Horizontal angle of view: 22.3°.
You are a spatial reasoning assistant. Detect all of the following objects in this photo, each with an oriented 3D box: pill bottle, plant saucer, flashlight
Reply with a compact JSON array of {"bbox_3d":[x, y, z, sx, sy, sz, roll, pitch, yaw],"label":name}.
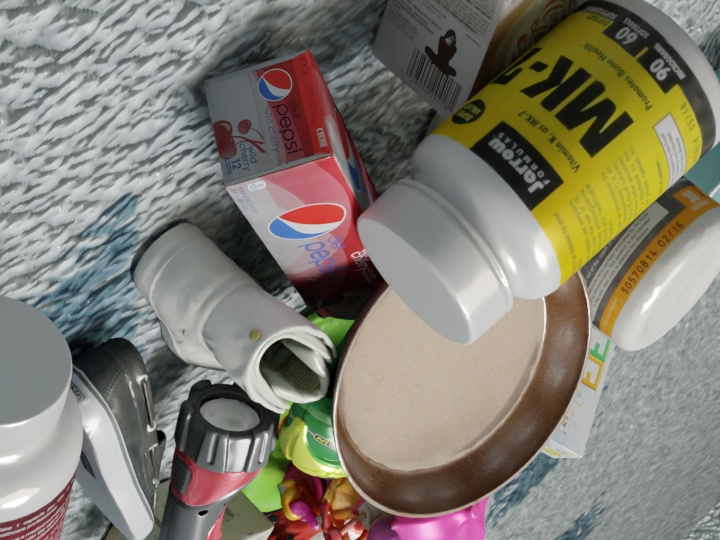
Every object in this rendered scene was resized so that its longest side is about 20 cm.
[{"bbox_3d":[0.143,-0.048,1.230,0.116,0.200,0.116,-41,159,-19],"label":"pill bottle"},{"bbox_3d":[-0.208,0.109,0.965,0.113,0.113,0.200,-29,153,-38],"label":"pill bottle"},{"bbox_3d":[0.059,0.060,1.152,0.200,0.034,0.201,-17,122,-30],"label":"plant saucer"},{"bbox_3d":[-0.103,0.169,1.218,0.068,0.067,0.201,-71,174,-58],"label":"flashlight"},{"bbox_3d":[0.102,-0.057,1.037,0.200,0.114,0.114,-41,158,-15],"label":"pill bottle"}]

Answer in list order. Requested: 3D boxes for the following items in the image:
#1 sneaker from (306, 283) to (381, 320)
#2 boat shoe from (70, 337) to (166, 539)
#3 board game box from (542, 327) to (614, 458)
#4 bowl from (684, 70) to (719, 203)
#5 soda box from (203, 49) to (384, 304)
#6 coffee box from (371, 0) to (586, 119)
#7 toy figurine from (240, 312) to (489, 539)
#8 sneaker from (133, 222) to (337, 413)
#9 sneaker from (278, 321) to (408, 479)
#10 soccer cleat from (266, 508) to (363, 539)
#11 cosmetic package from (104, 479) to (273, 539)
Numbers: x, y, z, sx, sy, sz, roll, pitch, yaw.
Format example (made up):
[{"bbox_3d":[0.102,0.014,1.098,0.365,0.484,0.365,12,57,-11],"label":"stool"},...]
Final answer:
[{"bbox_3d":[0.000,0.000,1.262,0.082,0.077,0.200,-22,161,10],"label":"sneaker"},{"bbox_3d":[-0.148,0.110,1.146,0.057,0.069,0.200,-39,155,-19],"label":"boat shoe"},{"bbox_3d":[0.133,0.019,1.340,0.134,0.034,0.201,30,69,-30],"label":"board game box"},{"bbox_3d":[0.294,-0.093,1.576,0.201,0.105,0.201,-39,157,-20],"label":"bowl"},{"bbox_3d":[-0.030,-0.048,1.057,0.063,0.070,0.200,-16,159,6],"label":"soda box"},{"bbox_3d":[0.093,-0.193,1.047,0.114,0.080,0.200,-30,154,-37],"label":"coffee box"},{"bbox_3d":[0.008,0.156,1.309,0.150,0.184,0.200,0,126,-41],"label":"toy figurine"},{"bbox_3d":[-0.065,0.051,1.134,0.074,0.116,0.200,-47,161,-3],"label":"sneaker"},{"bbox_3d":[0.033,0.065,1.204,0.200,0.074,0.084,-33,149,-35],"label":"sneaker"},{"bbox_3d":[-0.046,0.227,1.560,0.200,0.069,0.085,-20,155,-44],"label":"soccer cleat"},{"bbox_3d":[-0.158,0.249,1.363,0.103,0.073,0.200,-12,140,-56],"label":"cosmetic package"}]
